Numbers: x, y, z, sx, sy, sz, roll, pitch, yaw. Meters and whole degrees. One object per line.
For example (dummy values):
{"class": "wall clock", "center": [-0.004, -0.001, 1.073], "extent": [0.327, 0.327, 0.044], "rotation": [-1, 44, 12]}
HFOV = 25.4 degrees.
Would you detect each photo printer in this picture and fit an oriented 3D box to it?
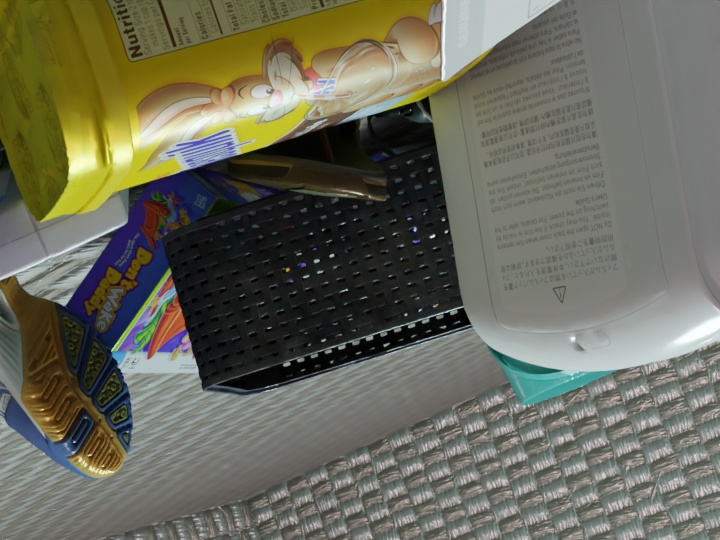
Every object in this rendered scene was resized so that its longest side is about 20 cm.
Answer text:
{"class": "photo printer", "center": [0.106, -0.055, 0.736], "extent": [0.069, 0.201, 0.166], "rotation": [-7, 176, -37]}

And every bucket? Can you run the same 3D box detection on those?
{"class": "bucket", "center": [0.266, 0.082, 2.088], "extent": [0.207, 0.135, 0.207], "rotation": [-21, 169, -4]}

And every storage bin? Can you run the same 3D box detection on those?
{"class": "storage bin", "center": [0.000, 0.000, 0.933], "extent": [0.199, 0.094, 0.135], "rotation": [-18, 171, 6]}

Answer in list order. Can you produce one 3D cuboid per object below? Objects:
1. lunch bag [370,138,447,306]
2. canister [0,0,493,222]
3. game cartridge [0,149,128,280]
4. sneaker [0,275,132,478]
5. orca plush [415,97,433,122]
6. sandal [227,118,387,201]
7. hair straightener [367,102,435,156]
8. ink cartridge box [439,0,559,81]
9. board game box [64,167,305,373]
{"class": "lunch bag", "center": [0.080, -0.045, 1.138], "extent": [0.170, 0.124, 0.200], "rotation": [-16, 166, -20]}
{"class": "canister", "center": [-0.054, -0.096, 0.706], "extent": [0.199, 0.087, 0.148], "rotation": [-19, 178, -20]}
{"class": "game cartridge", "center": [-0.214, -0.017, 0.801], "extent": [0.199, 0.041, 0.133], "rotation": [-21, -157, -2]}
{"class": "sneaker", "center": [-0.219, 0.049, 0.949], "extent": [0.088, 0.200, 0.075], "rotation": [-21, -153, 36]}
{"class": "orca plush", "center": [0.089, -0.124, 0.908], "extent": [0.200, 0.105, 0.071], "rotation": [-10, 131, -58]}
{"class": "sandal", "center": [-0.025, -0.079, 0.843], "extent": [0.081, 0.055, 0.200], "rotation": [6, -162, -2]}
{"class": "hair straightener", "center": [0.091, -0.099, 1.017], "extent": [0.199, 0.077, 0.041], "rotation": [-11, 151, -32]}
{"class": "ink cartridge box", "center": [0.083, -0.168, 0.490], "extent": [0.173, 0.044, 0.200], "rotation": [-33, 156, -14]}
{"class": "board game box", "center": [-0.108, 0.003, 1.070], "extent": [0.135, 0.045, 0.200], "rotation": [-54, 162, 9]}
